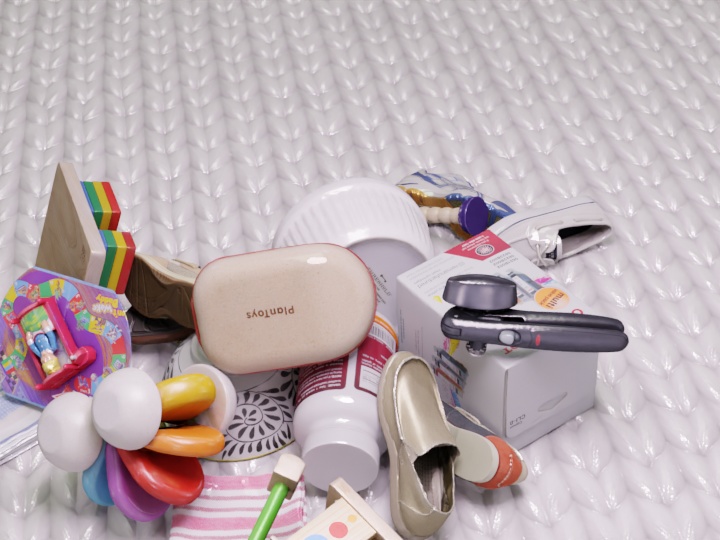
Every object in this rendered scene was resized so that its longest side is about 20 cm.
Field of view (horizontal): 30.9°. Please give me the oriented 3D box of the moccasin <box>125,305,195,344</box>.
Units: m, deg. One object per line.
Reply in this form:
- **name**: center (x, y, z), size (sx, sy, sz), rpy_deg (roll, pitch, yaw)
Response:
- **moccasin**: center (-0.196, 0.053, 1.618), size (0.201, 0.078, 0.074), rpy_deg (-19, 56, -9)

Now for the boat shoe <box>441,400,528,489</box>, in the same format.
- **boat shoe**: center (0.101, 0.183, 1.434), size (0.062, 0.071, 0.200), rpy_deg (15, 7, -39)

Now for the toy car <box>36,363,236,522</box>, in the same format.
- **toy car**: center (-0.227, 0.187, 1.376), size (0.200, 0.151, 0.175), rpy_deg (-23, -14, 33)

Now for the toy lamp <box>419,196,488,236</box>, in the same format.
- **toy lamp**: center (0.075, -0.073, 1.729), size (0.199, 0.058, 0.058), rpy_deg (5, 35, 43)

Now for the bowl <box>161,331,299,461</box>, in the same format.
- **bowl**: center (-0.148, 0.116, 1.514), size (0.200, 0.095, 0.201), rpy_deg (-2, 38, 2)

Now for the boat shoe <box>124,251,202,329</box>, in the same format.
- **boat shoe**: center (-0.217, 0.021, 1.552), size (0.065, 0.072, 0.200), rpy_deg (-12, 20, -41)

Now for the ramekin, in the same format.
- **ramekin**: center (0.000, 0.000, 1.558), size (0.199, 0.201, 0.105), rpy_deg (-12, 36, -11)

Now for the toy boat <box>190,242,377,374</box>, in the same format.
- **toy boat**: center (-0.080, 0.037, 1.434), size (0.199, 0.131, 0.131), rpy_deg (-8, 7, 6)

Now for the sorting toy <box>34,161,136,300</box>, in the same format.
- **sorting toy**: center (-0.340, 0.003, 1.607), size (0.069, 0.199, 0.200), rpy_deg (3, 34, -28)

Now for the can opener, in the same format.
- **can opener**: center (0.181, 0.059, 1.358), size (0.199, 0.079, 0.063), rpy_deg (11, 34, 2)

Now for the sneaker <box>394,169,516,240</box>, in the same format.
- **sneaker**: center (0.138, -0.098, 1.773), size (0.199, 0.076, 0.088), rpy_deg (20, 43, 27)

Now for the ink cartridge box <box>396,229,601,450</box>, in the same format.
- **ink cartridge box**: center (0.156, 0.082, 1.490), size (0.145, 0.145, 0.200), rpy_deg (-26, 45, -25)

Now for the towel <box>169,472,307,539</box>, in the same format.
- **towel**: center (-0.129, 0.286, 1.351), size (0.146, 0.030, 0.200), rpy_deg (-4, 39, 1)

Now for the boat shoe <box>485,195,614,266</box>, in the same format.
- **boat shoe**: center (0.239, -0.037, 1.698), size (0.199, 0.072, 0.066), rpy_deg (-17, 43, -22)

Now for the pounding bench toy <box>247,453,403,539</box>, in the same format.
- **pounding bench toy**: center (-0.065, 0.287, 1.234), size (0.156, 0.125, 0.200), rpy_deg (-32, 60, -30)

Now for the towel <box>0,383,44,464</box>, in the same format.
- **towel**: center (-0.442, 0.154, 1.549), size (0.147, 0.024, 0.200), rpy_deg (-29, 45, -29)

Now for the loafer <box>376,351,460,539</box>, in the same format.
- **loafer**: center (0.068, 0.180, 1.369), size (0.075, 0.068, 0.201), rpy_deg (8, 68, -39)

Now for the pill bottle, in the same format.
- **pill bottle**: center (-0.017, 0.143, 1.450), size (0.112, 0.113, 0.200), rpy_deg (0, 42, 5)

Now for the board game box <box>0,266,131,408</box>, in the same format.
- **board game box**: center (-0.354, 0.086, 1.485), size (0.199, 0.159, 0.039), rpy_deg (15, 7, 25)
